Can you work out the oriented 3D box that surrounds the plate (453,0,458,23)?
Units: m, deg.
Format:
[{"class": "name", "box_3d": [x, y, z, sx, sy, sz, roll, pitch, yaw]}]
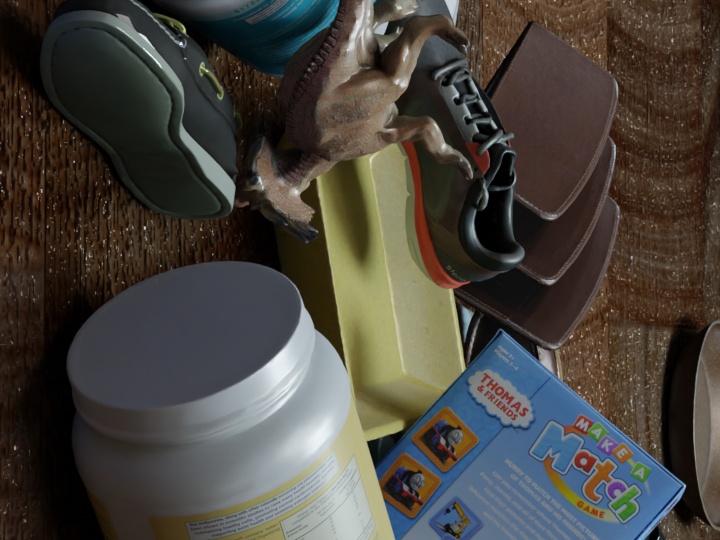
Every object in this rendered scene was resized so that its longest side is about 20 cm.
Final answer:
[{"class": "plate", "box_3d": [0.020, -0.228, 1.654, 0.200, 0.032, 0.201, 50, 44, -56]}]

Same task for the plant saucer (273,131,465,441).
[{"class": "plant saucer", "box_3d": [0.000, 0.000, 1.550, 0.200, 0.048, 0.201, -7, 89, -68]}]

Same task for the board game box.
[{"class": "board game box", "box_3d": [0.075, 0.157, 1.505, 0.200, 0.151, 0.037, -46, 165, -14]}]

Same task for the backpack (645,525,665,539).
[{"class": "backpack", "box_3d": [0.083, 0.204, 1.605, 0.200, 0.153, 0.176, -52, 147, -19]}]

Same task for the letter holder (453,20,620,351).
[{"class": "letter holder", "box_3d": [0.129, -0.057, 1.729, 0.101, 0.142, 0.200, -56, -178, 37]}]

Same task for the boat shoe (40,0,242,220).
[{"class": "boat shoe", "box_3d": [-0.110, -0.096, 1.279, 0.201, 0.071, 0.061, 63, 33, -61]}]

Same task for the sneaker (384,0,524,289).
[{"class": "sneaker", "box_3d": [0.065, -0.090, 1.548, 0.077, 0.082, 0.201, -24, 104, -42]}]

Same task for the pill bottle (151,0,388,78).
[{"class": "pill bottle", "box_3d": [-0.050, -0.171, 1.373, 0.200, 0.110, 0.112, 29, 62, -64]}]

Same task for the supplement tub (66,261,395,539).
[{"class": "supplement tub", "box_3d": [-0.064, 0.112, 1.278, 0.146, 0.144, 0.201, -63, 145, -49]}]

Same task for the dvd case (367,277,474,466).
[{"class": "dvd case", "box_3d": [0.045, 0.085, 1.715, 0.200, 0.022, 0.147, 34, 58, -65]}]

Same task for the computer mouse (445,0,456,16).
[{"class": "computer mouse", "box_3d": [0.032, -0.223, 1.586, 0.110, 0.044, 0.201, -55, 138, -56]}]

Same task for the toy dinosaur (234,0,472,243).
[{"class": "toy dinosaur", "box_3d": [-0.017, -0.088, 1.337, 0.086, 0.135, 0.200, 57, -17, 31]}]

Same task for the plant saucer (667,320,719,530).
[{"class": "plant saucer", "box_3d": [0.330, 0.149, 2.397, 0.200, 0.036, 0.202, -1, 90, -69]}]

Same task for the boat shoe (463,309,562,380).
[{"class": "boat shoe", "box_3d": [0.103, 0.117, 1.733, 0.070, 0.070, 0.201, -30, 116, -70]}]
